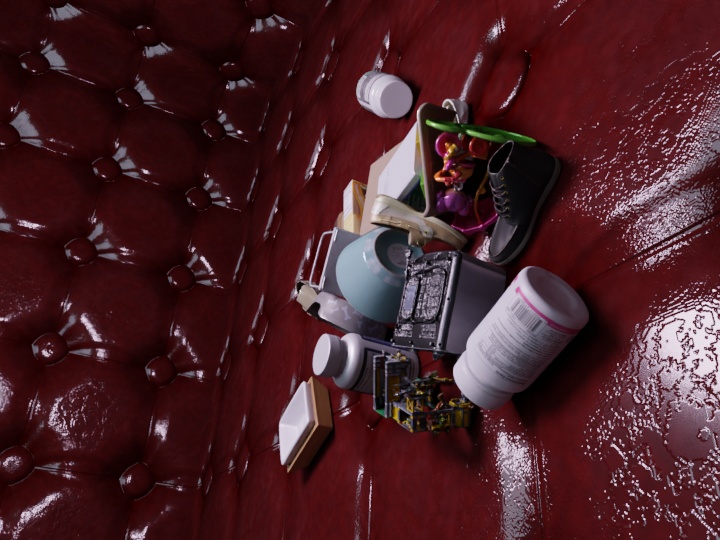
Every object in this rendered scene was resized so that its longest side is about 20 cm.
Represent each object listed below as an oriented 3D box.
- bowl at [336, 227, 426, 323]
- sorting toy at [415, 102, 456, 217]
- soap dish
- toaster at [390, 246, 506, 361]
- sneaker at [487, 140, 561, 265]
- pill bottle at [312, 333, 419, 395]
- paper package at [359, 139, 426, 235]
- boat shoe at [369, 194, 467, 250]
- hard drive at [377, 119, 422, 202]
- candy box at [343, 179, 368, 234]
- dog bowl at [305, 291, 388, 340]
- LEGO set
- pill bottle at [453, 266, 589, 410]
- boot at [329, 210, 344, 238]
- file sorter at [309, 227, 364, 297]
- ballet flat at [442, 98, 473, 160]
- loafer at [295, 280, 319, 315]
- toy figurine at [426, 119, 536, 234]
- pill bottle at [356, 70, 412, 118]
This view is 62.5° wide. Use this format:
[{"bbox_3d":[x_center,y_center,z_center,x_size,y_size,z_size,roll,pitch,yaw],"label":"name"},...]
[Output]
[{"bbox_3d":[0.058,-0.008,1.199,0.105,0.198,0.203,123,153,-51],"label":"bowl"},{"bbox_3d":[0.147,-0.207,1.133,0.036,0.185,0.203,1,98,27],"label":"sorting toy"},{"bbox_3d":[-0.144,0.408,1.562,0.201,0.080,0.158,-60,27,30],"label":"soap dish"},{"bbox_3d":[0.151,0.058,1.060,0.180,0.117,0.203,-10,66,64],"label":"toaster"},{"bbox_3d":[0.239,-0.112,0.987,0.202,0.105,0.075,-67,24,15],"label":"sneaker"},{"bbox_3d":[0.009,0.190,1.197,0.111,0.198,0.112,-47,34,46],"label":"pill bottle"},{"bbox_3d":[0.091,-0.175,1.380,0.190,0.102,0.203,-25,52,61],"label":"paper package"},{"bbox_3d":[0.110,-0.079,1.159,0.067,0.198,0.074,-64,-7,-3],"label":"boat shoe"},{"bbox_3d":[0.081,-0.193,1.218,0.200,0.025,0.134,130,150,-58],"label":"hard drive"},{"bbox_3d":[0.019,-0.124,1.495,0.055,0.114,0.202,-47,34,44],"label":"candy box"},{"bbox_3d":[-0.026,0.112,1.351,0.059,0.199,0.200,-62,21,-9],"label":"dog bowl"},{"bbox_3d":[0.104,0.197,1.034,0.200,0.151,0.118,-164,74,-75],"label":"LEGO set"},{"bbox_3d":[0.226,0.103,0.864,0.201,0.112,0.114,-59,27,32],"label":"pill bottle"},{"bbox_3d":[-0.058,-0.071,1.732,0.166,0.071,0.203,164,119,-78],"label":"boot"},{"bbox_3d":[0.000,0.000,1.355,0.124,0.198,0.141,-177,103,-71],"label":"file sorter"},{"bbox_3d":[0.196,-0.282,1.253,0.069,0.069,0.202,-41,39,52],"label":"ballet flat"},{"bbox_3d":[-0.159,0.088,1.825,0.077,0.068,0.200,-68,23,12],"label":"loafer"},{"bbox_3d":[0.193,-0.158,1.056,0.150,0.197,0.187,-112,31,-67],"label":"toy figurine"},{"bbox_3d":[0.066,-0.482,1.629,0.114,0.112,0.200,-66,24,16],"label":"pill bottle"}]
